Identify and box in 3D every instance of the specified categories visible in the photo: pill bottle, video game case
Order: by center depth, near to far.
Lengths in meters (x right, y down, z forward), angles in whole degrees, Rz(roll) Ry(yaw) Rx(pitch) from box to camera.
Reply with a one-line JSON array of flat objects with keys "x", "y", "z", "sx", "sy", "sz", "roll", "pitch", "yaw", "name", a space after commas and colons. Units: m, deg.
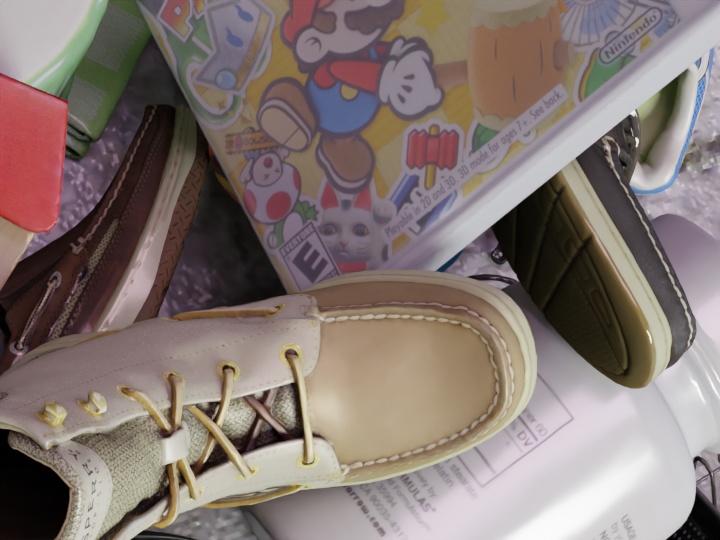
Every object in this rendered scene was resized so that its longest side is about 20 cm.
[{"x": 0.017, "y": -0.105, "z": 0.693, "sx": 0.023, "sy": 0.200, "sz": 0.183, "roll": 6, "pitch": 50, "yaw": -56, "name": "video game case"}, {"x": 0.063, "y": 0.070, "z": 0.760, "sx": 0.199, "sy": 0.114, "sz": 0.115, "roll": -35, "pitch": 89, "yaw": -10, "name": "pill bottle"}]

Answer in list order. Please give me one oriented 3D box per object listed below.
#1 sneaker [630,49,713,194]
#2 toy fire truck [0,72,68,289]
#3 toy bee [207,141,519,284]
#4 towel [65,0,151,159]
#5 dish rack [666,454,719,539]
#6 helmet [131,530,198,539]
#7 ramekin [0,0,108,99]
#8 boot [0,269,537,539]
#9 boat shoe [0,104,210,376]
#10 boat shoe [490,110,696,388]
[{"x": 0.126, "y": -0.127, "z": 0.855, "sx": 0.075, "sy": 0.077, "sz": 0.202, "roll": -4, "pitch": 115, "yaw": 5, "name": "sneaker"}, {"x": -0.186, "y": 0.019, "z": 0.649, "sx": 0.140, "sy": 0.049, "sz": 0.202, "roll": 18, "pitch": 93, "yaw": -17, "name": "toy fire truck"}, {"x": 0.000, "y": 0.000, "z": 0.807, "sx": 0.200, "sy": 0.131, "sz": 0.109, "roll": 40, "pitch": 88, "yaw": -19, "name": "toy bee"}, {"x": -0.167, "y": -0.156, "z": 0.825, "sx": 0.199, "sy": 0.031, "sz": 0.150, "roll": 30, "pitch": 66, "yaw": -12, "name": "towel"}, {"x": 0.191, "y": 0.065, "z": 0.849, "sx": 0.199, "sy": 0.055, "sz": 0.154, "roll": -29, "pitch": 54, "yaw": -16, "name": "dish rack"}, {"x": -0.081, "y": 0.181, "z": 0.670, "sx": 0.199, "sy": 0.200, "sz": 0.191, "roll": -29, "pitch": 78, "yaw": -27, "name": "helmet"}, {"x": -0.186, "y": -0.119, "z": 0.736, "sx": 0.198, "sy": 0.098, "sz": 0.202, "roll": 8, "pitch": 71, "yaw": -24, "name": "ramekin"}, {"x": -0.052, "y": 0.052, "z": 0.628, "sx": 0.198, "sy": 0.155, "sz": 0.073, "roll": -8, "pitch": 96, "yaw": 18, "name": "boot"}, {"x": -0.117, "y": 0.017, "z": 0.771, "sx": 0.074, "sy": 0.075, "sz": 0.204, "roll": 20, "pitch": 66, "yaw": -6, "name": "boat shoe"}, {"x": 0.071, "y": -0.052, "z": 0.725, "sx": 0.066, "sy": 0.072, "sz": 0.202, "roll": -22, "pitch": 62, "yaw": -20, "name": "boat shoe"}]
